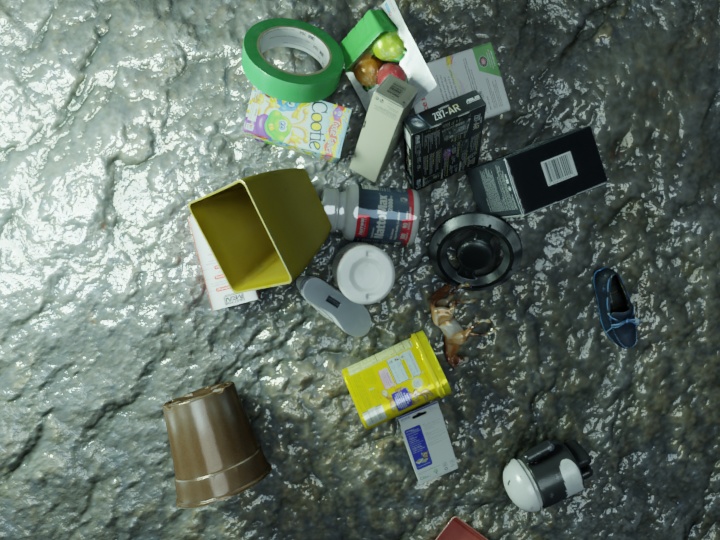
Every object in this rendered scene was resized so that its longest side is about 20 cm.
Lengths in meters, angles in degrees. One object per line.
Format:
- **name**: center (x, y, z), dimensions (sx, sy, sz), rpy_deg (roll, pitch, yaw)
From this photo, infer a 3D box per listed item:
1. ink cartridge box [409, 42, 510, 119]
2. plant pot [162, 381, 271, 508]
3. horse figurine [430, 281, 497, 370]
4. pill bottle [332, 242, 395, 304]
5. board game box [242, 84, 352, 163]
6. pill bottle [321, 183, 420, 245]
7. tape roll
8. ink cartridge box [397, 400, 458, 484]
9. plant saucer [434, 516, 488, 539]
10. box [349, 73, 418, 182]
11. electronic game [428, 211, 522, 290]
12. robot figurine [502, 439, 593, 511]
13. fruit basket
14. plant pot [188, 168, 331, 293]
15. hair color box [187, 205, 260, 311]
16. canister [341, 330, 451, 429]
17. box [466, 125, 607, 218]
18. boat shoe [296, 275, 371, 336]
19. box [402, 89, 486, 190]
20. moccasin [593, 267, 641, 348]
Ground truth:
- **ink cartridge box**: center (0.196, -0.374, 1.223), dimensions (0.199, 0.084, 0.146), rpy_deg (-20, 97, -5)
- **plant pot**: center (-0.304, 0.345, 1.179), dimensions (0.199, 0.200, 0.200), rpy_deg (-16, 90, -6)
- **horse figurine**: center (0.213, 0.111, 1.280), dimensions (0.132, 0.050, 0.201), rpy_deg (-29, 107, 16)
- **pill bottle**: center (0.000, 0.000, 1.174), dimensions (0.112, 0.200, 0.114), rpy_deg (-1, 96, -7)
- **board game box**: center (-0.129, -0.301, 1.179), dimensions (0.198, 0.103, 0.106), rpy_deg (14, 93, -8)
- **pill bottle**: center (0.017, -0.119, 1.207), dimensions (0.198, 0.120, 0.121), rpy_deg (4, 95, -7)
- **tape roll**: center (-0.134, -0.418, 1.139), dimensions (0.199, 0.048, 0.202), rpy_deg (8, 56, -12)
- **ink cartridge box**: center (0.148, 0.377, 1.284), dimensions (0.099, 0.039, 0.201), rpy_deg (-20, 115, -5)
- **plant saucer**: center (0.230, 0.699, 1.349), dimensions (0.199, 0.037, 0.200), rpy_deg (38, 90, -9)
- **box**: center (0.044, -0.280, 1.150), dimensions (0.068, 0.201, 0.082), rpy_deg (30, 50, 4)
- **electronic game**: center (0.246, -0.038, 1.239), dimensions (0.198, 0.042, 0.201), rpy_deg (7, 127, 9)
- **robot figurine**: center (0.424, 0.463, 1.311), dimensions (0.199, 0.125, 0.151), rpy_deg (-23, 80, -5)
- **fruit basket**: center (0.053, -0.408, 1.161), dimensions (0.094, 0.185, 0.201), rpy_deg (-30, 89, -43)
- **plant pot**: center (-0.176, -0.093, 1.120), dimensions (0.176, 0.199, 0.201), rpy_deg (-37, 108, -42)
- **hair color box**: center (-0.284, -0.027, 1.206), dimensions (0.101, 0.061, 0.202), rpy_deg (-13, 96, -6)
- **canister**: center (0.075, 0.239, 1.247), dimensions (0.199, 0.087, 0.149), rpy_deg (-24, 72, -2)
- **box**: center (0.359, -0.197, 1.197), dimensions (0.199, 0.197, 0.125), rpy_deg (-22, 96, -10)
- **boat shoe**: center (-0.056, 0.071, 1.242), dimensions (0.074, 0.065, 0.200), rpy_deg (-50, 120, -8)
- **box**: center (0.169, -0.259, 1.177), dimensions (0.159, 0.200, 0.044), rpy_deg (-24, 65, -4)
- **moccasin**: center (0.590, 0.093, 1.324), dimensions (0.080, 0.068, 0.201), rpy_deg (-27, 98, -4)
